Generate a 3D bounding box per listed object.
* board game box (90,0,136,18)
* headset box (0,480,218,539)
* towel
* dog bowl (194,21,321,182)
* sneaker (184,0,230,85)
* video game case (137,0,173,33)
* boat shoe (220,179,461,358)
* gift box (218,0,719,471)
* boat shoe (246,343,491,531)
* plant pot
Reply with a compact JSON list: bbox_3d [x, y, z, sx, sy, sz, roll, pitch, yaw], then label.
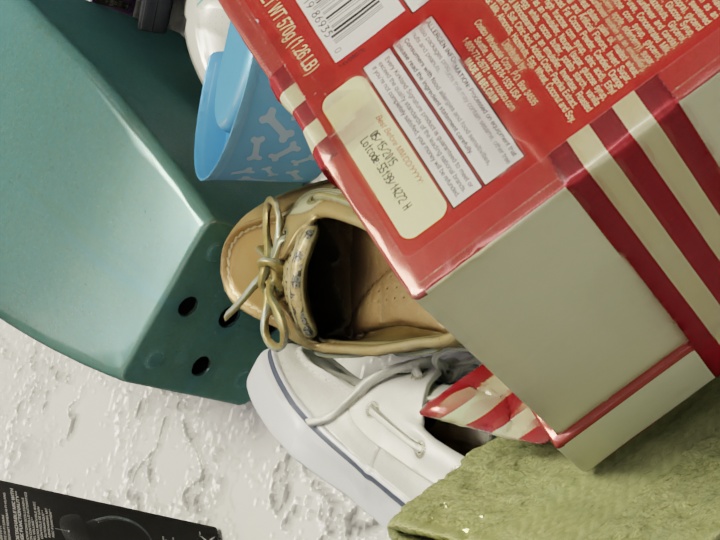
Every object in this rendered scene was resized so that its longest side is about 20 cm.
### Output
[{"bbox_3d":[-0.121,-0.199,1.151,0.200,0.032,0.121,128,153,-74],"label":"board game box"},{"bbox_3d":[-0.153,0.180,0.999,0.075,0.200,0.149,-31,56,35],"label":"headset box"},{"bbox_3d":[0.114,0.070,0.792,0.148,0.200,0.037,8,127,49],"label":"towel"},{"bbox_3d":[-0.024,-0.130,0.944,0.111,0.049,0.201,170,113,-75],"label":"dog bowl"},{"bbox_3d":[-0.039,-0.155,1.096,0.080,0.070,0.201,-19,62,35],"label":"sneaker"},{"bbox_3d":[-0.089,-0.243,1.132,0.143,0.019,0.201,110,168,-54],"label":"video game case"},{"bbox_3d":[0.000,0.000,0.911,0.200,0.063,0.074,0,100,48],"label":"boat shoe"},{"bbox_3d":[0.065,-0.054,0.756,0.200,0.187,0.185,-34,57,11],"label":"gift box"},{"bbox_3d":[0.031,0.067,0.939,0.202,0.074,0.086,40,106,43],"label":"boat shoe"},{"bbox_3d":[-0.118,-0.028,1.088,0.200,0.141,0.142,43,108,39],"label":"plant pot"}]
